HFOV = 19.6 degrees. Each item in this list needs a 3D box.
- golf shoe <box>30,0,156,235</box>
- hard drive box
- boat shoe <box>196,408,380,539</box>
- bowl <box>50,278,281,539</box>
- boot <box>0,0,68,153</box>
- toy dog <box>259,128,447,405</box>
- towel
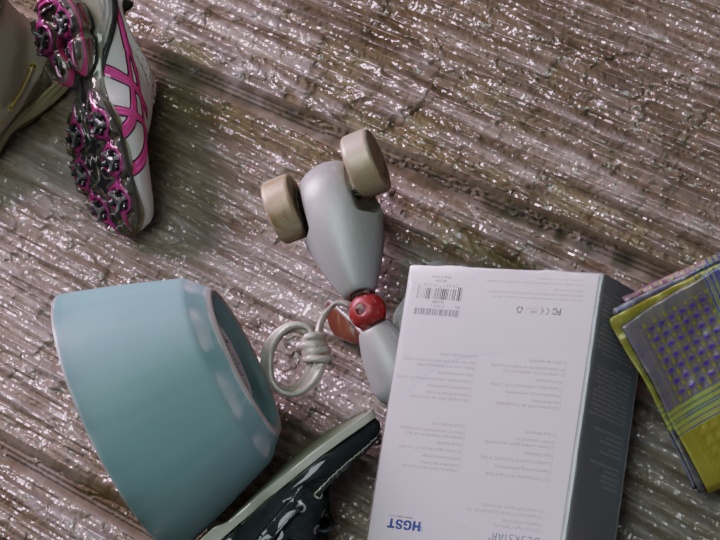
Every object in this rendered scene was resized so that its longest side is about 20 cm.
[{"bbox_3d":[-0.189,-0.129,1.648,0.072,0.092,0.201,-18,85,48],"label":"golf shoe"},{"bbox_3d":[0.099,0.104,1.420,0.155,0.077,0.201,3,77,34],"label":"hard drive box"},{"bbox_3d":[-0.053,0.181,1.487,0.199,0.075,0.066,-40,90,-5],"label":"boat shoe"},{"bbox_3d":[-0.126,0.087,1.480,0.105,0.201,0.202,-25,63,4],"label":"bowl"},{"bbox_3d":[-0.334,-0.141,1.667,0.200,0.155,0.072,-43,61,3],"label":"boot"},{"bbox_3d":[0.000,0.000,1.531,0.131,0.096,0.202,-2,85,19],"label":"toy dog"},{"bbox_3d":[0.279,0.048,1.377,0.199,0.023,0.144,-24,94,2],"label":"towel"}]
